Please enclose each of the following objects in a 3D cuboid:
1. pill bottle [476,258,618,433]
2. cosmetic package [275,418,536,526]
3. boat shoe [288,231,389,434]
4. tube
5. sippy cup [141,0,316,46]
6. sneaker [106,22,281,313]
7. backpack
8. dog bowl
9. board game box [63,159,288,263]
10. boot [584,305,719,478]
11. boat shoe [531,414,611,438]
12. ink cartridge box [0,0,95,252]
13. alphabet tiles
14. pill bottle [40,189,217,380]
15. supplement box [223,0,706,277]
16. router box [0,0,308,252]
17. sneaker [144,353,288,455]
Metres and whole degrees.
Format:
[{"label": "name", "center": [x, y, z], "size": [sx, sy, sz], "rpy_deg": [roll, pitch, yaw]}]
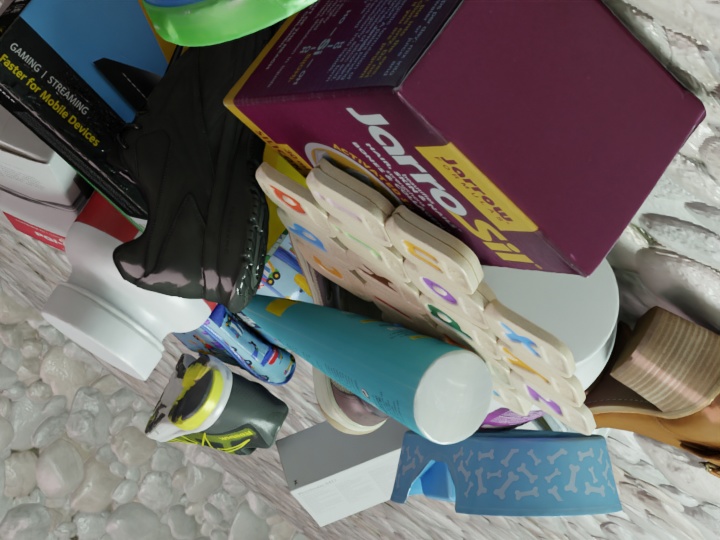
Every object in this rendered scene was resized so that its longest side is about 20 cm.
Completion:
[{"label": "pill bottle", "center": [0.093, 0.034, 1.069], "size": [0.112, 0.113, 0.200], "rpy_deg": [36, 167, 1]}, {"label": "cosmetic package", "center": [0.042, 0.126, 1.346], "size": [0.083, 0.199, 0.051], "rpy_deg": [59, -171, -61]}, {"label": "boat shoe", "center": [0.000, 0.000, 1.111], "size": [0.072, 0.201, 0.065], "rpy_deg": [4, 163, -33]}, {"label": "tube", "center": [-0.003, 0.045, 0.988], "size": [0.077, 0.051, 0.200], "rpy_deg": [30, 175, -35]}, {"label": "sippy cup", "center": [-0.057, -0.182, 0.706], "size": [0.131, 0.177, 0.140], "rpy_deg": [57, -174, -29]}, {"label": "sneaker", "center": [-0.089, -0.080, 0.950], "size": [0.090, 0.201, 0.076], "rpy_deg": [5, 166, 5]}, {"label": "backpack", "center": [-0.074, -0.001, 1.331], "size": [0.199, 0.135, 0.183], "rpy_deg": [18, 159, 45]}, {"label": "dog bowl", "center": [0.094, 0.133, 1.178], "size": [0.111, 0.050, 0.200], "rpy_deg": [1, 176, -24]}, {"label": "board game box", "center": [-0.109, -0.090, 1.110], "size": [0.200, 0.135, 0.029], "rpy_deg": [46, 163, -32]}, {"label": "boot", "center": [0.214, 0.092, 1.075], "size": [0.155, 0.077, 0.200], "rpy_deg": [33, 159, 0]}, {"label": "boat shoe", "center": [0.096, 0.058, 1.240], "size": [0.202, 0.065, 0.074], "rpy_deg": [38, 167, -6]}, {"label": "ink cartridge box", "center": [-0.199, -0.110, 1.226], "size": [0.082, 0.147, 0.200], "rpy_deg": [22, 165, 10]}, {"label": "alphabet tiles", "center": [0.036, 0.013, 0.906], "size": [0.195, 0.015, 0.200], "rpy_deg": [31, 166, 26]}, {"label": "pill bottle", "center": [-0.128, -0.032, 1.195], "size": [0.112, 0.201, 0.112], "rpy_deg": [30, 168, 7]}, {"label": "supplement box", "center": [0.043, -0.078, 0.835], "size": [0.131, 0.103, 0.200], "rpy_deg": [42, 165, -21]}, {"label": "router box", "center": [-0.106, -0.107, 1.011], "size": [0.200, 0.149, 0.051], "rpy_deg": [42, 166, -24]}, {"label": "sneaker", "center": [-0.114, 0.116, 1.384], "size": [0.084, 0.075, 0.200], "rpy_deg": [28, 171, -11]}]
